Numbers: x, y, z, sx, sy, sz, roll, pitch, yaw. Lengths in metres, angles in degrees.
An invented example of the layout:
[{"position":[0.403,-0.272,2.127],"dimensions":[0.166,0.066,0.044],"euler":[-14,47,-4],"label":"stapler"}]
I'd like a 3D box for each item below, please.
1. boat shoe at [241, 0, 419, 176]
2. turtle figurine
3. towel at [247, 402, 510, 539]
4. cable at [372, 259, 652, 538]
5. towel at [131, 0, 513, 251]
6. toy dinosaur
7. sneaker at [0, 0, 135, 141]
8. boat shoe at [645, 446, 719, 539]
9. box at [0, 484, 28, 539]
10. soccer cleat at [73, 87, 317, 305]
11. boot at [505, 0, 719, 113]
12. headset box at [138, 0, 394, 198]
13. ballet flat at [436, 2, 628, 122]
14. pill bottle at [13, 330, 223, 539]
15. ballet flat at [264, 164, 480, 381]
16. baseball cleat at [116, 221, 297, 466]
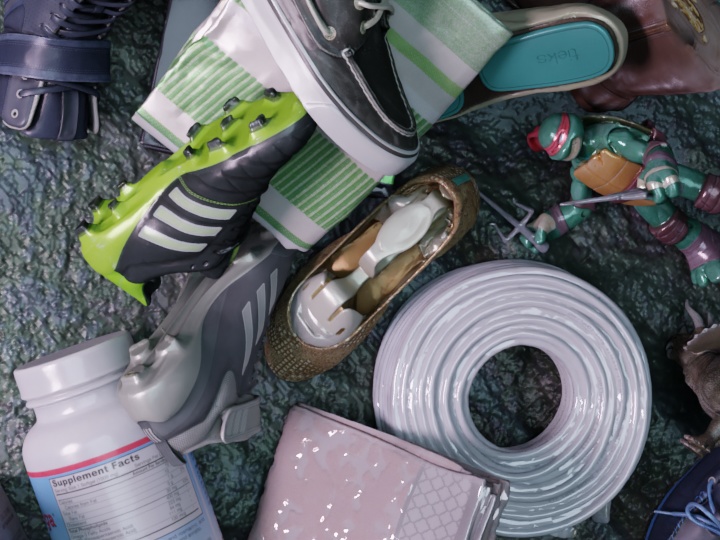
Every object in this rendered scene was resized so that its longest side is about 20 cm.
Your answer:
[{"position":[-0.018,-0.147,0.719],"dimensions":[0.064,0.071,0.200],"euler":[-29,102,30],"label":"boat shoe"},{"position":[0.188,-0.059,0.897],"dimensions":[0.199,0.150,0.101],"euler":[21,72,-15],"label":"turtle figurine"},{"position":[-0.009,0.206,0.858],"dimensions":[0.032,0.191,0.201],"euler":[26,80,-48],"label":"towel"},{"position":[0.109,0.092,0.917],"dimensions":[0.199,0.069,0.201],"euler":[10,91,-7],"label":"cable"},{"position":[-0.029,-0.122,0.786],"dimensions":[0.152,0.023,0.200],"euler":[40,112,-6],"label":"towel"},{"position":[0.288,0.100,0.888],"dimensions":[0.200,0.077,0.102],"euler":[30,84,29],"label":"toy dinosaur"},{"position":[-0.172,-0.156,0.824],"dimensions":[0.077,0.202,0.147],"euler":[2,93,-42],"label":"sneaker"},{"position":[0.273,0.168,0.940],"dimensions":[0.084,0.069,0.200],"euler":[30,88,-7],"label":"boat shoe"},{"position":[-0.285,0.267,0.812],"dimensions":[0.171,0.199,0.200],"euler":[-25,94,-5],"label":"box"},{"position":[-0.090,-0.044,0.785],"dimensions":[0.200,0.068,0.081],"euler":[-29,118,33],"label":"soccer cleat"},{"position":[0.159,-0.192,0.845],"dimensions":[0.064,0.200,0.187],"euler":[-35,96,-5],"label":"boot"},{"position":[-0.050,-0.150,0.876],"dimensions":[0.174,0.093,0.201],"euler":[13,92,-7],"label":"headset box"},{"position":[0.069,-0.136,0.810],"dimensions":[0.199,0.069,0.070],"euler":[-5,93,14],"label":"ballet flat"},{"position":[-0.164,0.148,0.867],"dimensions":[0.108,0.109,0.201],"euler":[-19,94,-6],"label":"pill bottle"},{"position":[0.000,0.000,0.885],"dimensions":[0.071,0.065,0.200],"euler":[44,98,9],"label":"ballet flat"},{"position":[-0.090,0.048,0.869],"dimensions":[0.200,0.070,0.107],"euler":[-52,124,-38],"label":"baseball cleat"}]
